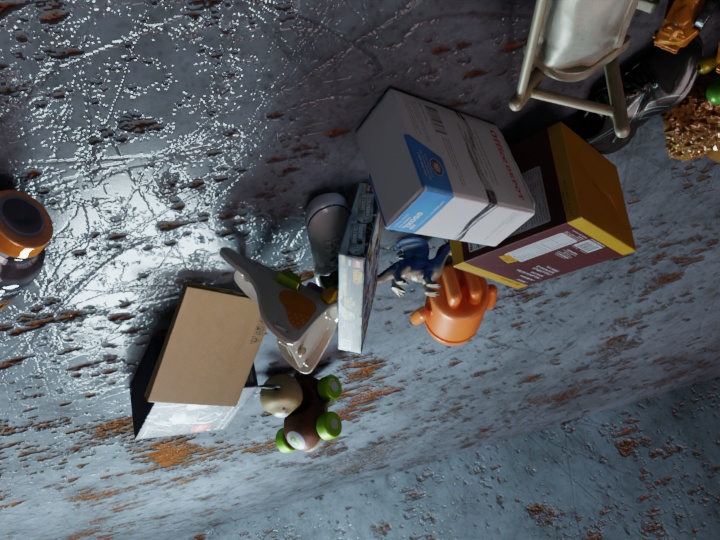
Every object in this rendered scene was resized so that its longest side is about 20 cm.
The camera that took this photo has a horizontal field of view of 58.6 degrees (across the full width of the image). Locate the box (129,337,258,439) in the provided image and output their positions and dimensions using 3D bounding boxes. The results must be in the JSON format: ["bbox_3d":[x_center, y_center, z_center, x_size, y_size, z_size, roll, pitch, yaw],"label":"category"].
[{"bbox_3d":[-0.307,0.213,1.167,0.178,0.106,0.201,2,145,-32],"label":"box"}]

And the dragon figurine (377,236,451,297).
[{"bbox_3d":[0.085,-0.015,1.056,0.194,0.102,0.059,1,154,5],"label":"dragon figurine"}]

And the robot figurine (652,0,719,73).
[{"bbox_3d":[0.387,-0.307,0.637,0.058,0.143,0.204,-19,138,-62],"label":"robot figurine"}]

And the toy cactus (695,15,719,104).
[{"bbox_3d":[0.445,-0.298,0.732,0.100,0.206,0.164,6,-162,29],"label":"toy cactus"}]

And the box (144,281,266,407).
[{"bbox_3d":[-0.238,0.124,1.026,0.160,0.021,0.204,13,108,-38],"label":"box"}]

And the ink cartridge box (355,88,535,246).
[{"bbox_3d":[0.107,-0.121,0.796,0.196,0.148,0.084,6,145,-38],"label":"ink cartridge box"}]

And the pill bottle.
[{"bbox_3d":[-0.426,-0.006,0.713,0.198,0.108,0.105,-34,148,26],"label":"pill bottle"}]

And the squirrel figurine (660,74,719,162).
[{"bbox_3d":[0.506,-0.213,0.859,0.194,0.146,0.186,-7,176,16],"label":"squirrel figurine"}]

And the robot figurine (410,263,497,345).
[{"bbox_3d":[0.174,0.065,1.194,0.144,0.116,0.202,-47,160,-23],"label":"robot figurine"}]

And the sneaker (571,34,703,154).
[{"bbox_3d":[0.358,-0.227,0.840,0.077,0.077,0.201,1,146,-27],"label":"sneaker"}]

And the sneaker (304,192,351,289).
[{"bbox_3d":[-0.039,-0.033,0.937,0.071,0.072,0.202,-14,151,-7],"label":"sneaker"}]

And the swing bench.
[{"bbox_3d":[0.233,-0.275,0.590,0.126,0.204,0.200,17,154,11],"label":"swing bench"}]

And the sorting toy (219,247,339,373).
[{"bbox_3d":[-0.123,0.038,0.916,0.108,0.178,0.201,-53,168,-15],"label":"sorting toy"}]

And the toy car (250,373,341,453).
[{"bbox_3d":[-0.161,0.284,1.352,0.162,0.162,0.198,-25,142,35],"label":"toy car"}]

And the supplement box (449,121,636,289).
[{"bbox_3d":[0.254,-0.079,0.925,0.197,0.137,0.195,-21,155,38],"label":"supplement box"}]

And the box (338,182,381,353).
[{"bbox_3d":[0.000,0.000,0.911,0.039,0.139,0.203,9,139,6],"label":"box"}]
